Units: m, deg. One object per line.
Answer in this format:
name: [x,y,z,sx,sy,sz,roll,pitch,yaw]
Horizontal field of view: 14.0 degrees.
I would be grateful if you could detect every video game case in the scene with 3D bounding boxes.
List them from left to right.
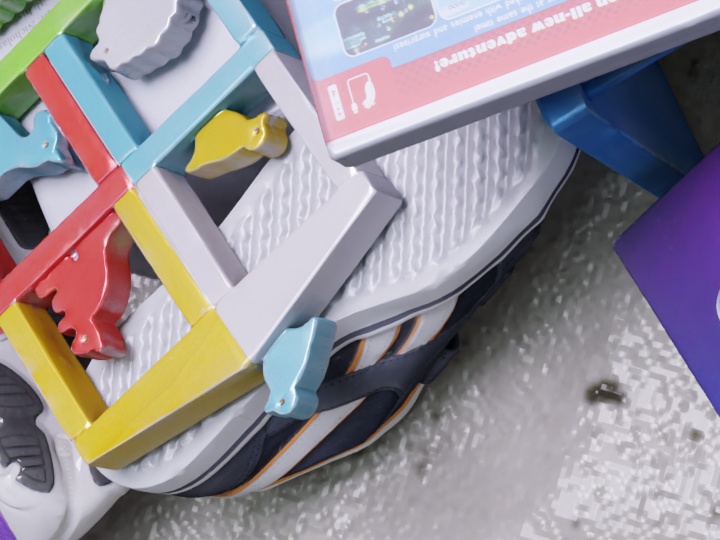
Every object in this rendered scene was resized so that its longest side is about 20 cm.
video game case: [0.031,-0.145,0.809,0.142,0.017,0.201,-20,75,16]

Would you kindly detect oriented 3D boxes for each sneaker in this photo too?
sneaker: [-0.139,0.011,1.021,0.083,0.080,0.201,-45,50,46]
sneaker: [0.000,0.000,0.947,0.200,0.079,0.079,-39,64,20]

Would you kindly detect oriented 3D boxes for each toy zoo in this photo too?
toy zoo: [-0.071,-0.031,0.937,0.131,0.020,0.200,-42,63,16]

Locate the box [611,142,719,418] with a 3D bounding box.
box: [0.189,-0.013,0.834,0.200,0.079,0.142,-45,67,31]

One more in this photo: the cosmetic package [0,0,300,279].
cosmetic package: [-0.083,-0.110,1.012,0.101,0.071,0.201,-31,70,19]

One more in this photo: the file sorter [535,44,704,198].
file sorter: [0.091,-0.141,0.895,0.122,0.139,0.201,-29,71,17]
